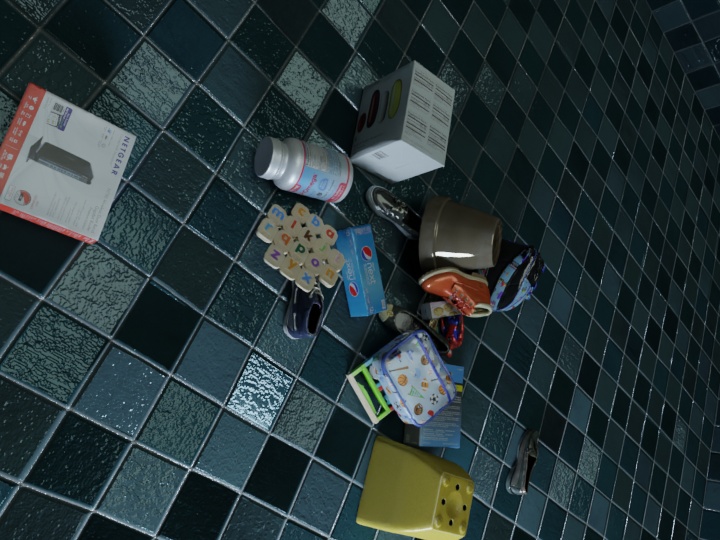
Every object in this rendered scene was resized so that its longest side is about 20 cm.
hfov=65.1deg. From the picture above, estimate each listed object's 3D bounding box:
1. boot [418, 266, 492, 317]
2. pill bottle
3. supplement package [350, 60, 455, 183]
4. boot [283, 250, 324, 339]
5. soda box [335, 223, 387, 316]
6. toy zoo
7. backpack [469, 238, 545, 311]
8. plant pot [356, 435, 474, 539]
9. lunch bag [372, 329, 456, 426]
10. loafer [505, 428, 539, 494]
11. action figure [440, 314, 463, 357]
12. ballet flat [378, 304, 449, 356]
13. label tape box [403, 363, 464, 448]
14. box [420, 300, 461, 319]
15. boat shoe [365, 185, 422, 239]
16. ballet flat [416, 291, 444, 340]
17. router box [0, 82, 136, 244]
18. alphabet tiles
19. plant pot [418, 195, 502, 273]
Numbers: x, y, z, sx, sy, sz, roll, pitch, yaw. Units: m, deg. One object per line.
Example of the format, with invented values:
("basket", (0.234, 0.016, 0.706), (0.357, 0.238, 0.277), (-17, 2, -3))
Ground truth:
("boot", (0.234, 0.056, 1.361), (0.197, 0.075, 0.109), (9, 53, -23))
("pill bottle", (-0.120, -0.217, 1.201), (0.197, 0.108, 0.111), (9, 79, -37))
("supplement package", (0.099, -0.344, 1.339), (0.146, 0.190, 0.204), (21, 71, -35))
("boot", (-0.104, 0.046, 1.196), (0.072, 0.090, 0.204), (17, 75, -36))
("soda box", (0.000, 0.000, 1.300), (0.063, 0.067, 0.204), (-13, 93, -39))
("toy zoo", (0.077, 0.244, 1.322), (0.198, 0.020, 0.133), (-32, 96, -22))
("backpack", (0.391, 0.025, 1.550), (0.134, 0.181, 0.203), (36, 78, -48))
("plant pot", (0.141, 0.508, 1.273), (0.193, 0.198, 0.199), (28, 69, -33))
("lunch bag", (0.127, 0.238, 1.293), (0.159, 0.075, 0.202), (-30, 97, -24))
("loafer", (0.487, 0.557, 1.634), (0.072, 0.062, 0.201), (46, 59, -25))
("action figure", (0.244, 0.129, 1.487), (0.052, 0.064, 0.204), (33, 62, -58))
("ballet flat", (0.132, 0.139, 1.362), (0.198, 0.057, 0.067), (31, 76, -2))
("label tape box", (0.186, 0.336, 1.415), (0.142, 0.063, 0.204), (15, 74, -35))
("box", (0.235, 0.092, 1.418), (0.197, 0.038, 0.042), (-4, 84, -37))
("boat shoe", (0.098, -0.147, 1.402), (0.199, 0.056, 0.070), (36, 64, -31))
("ballet flat", (0.169, 0.131, 1.436), (0.064, 0.071, 0.203), (15, 71, -8))
("router box", (-0.493, -0.172, 0.932), (0.178, 0.048, 0.204), (24, 70, -35))
("alphabet tiles", (-0.123, -0.051, 1.193), (0.199, 0.015, 0.197), (37, 44, -14))
("plant pot", (0.254, -0.079, 1.399), (0.199, 0.171, 0.204), (8, 90, -66))
